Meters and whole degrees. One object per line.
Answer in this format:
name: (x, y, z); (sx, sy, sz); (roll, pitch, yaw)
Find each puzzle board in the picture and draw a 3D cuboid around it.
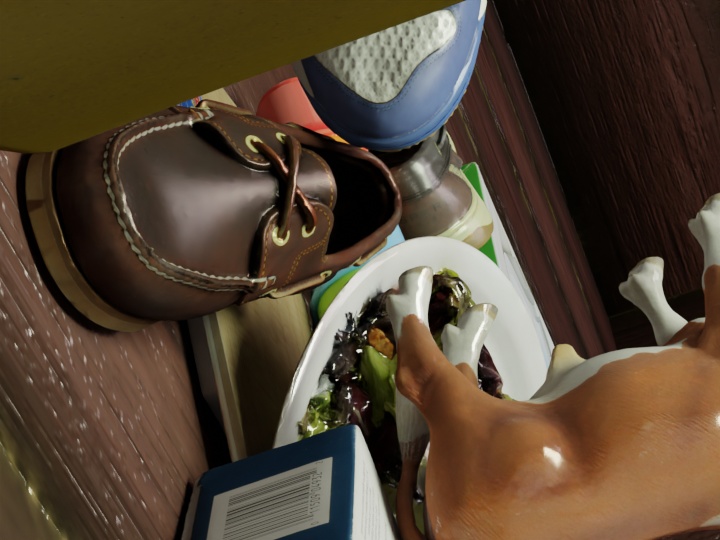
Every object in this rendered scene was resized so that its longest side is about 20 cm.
puzzle board: (-0.046, 0.008, 0.853); (0.151, 0.017, 0.200); (53, 21, -63)

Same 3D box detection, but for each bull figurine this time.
bull figurine: (0.101, 0.046, 0.743); (0.065, 0.199, 0.122); (110, -36, -56)

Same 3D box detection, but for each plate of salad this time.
plate of salad: (0.031, 0.088, 0.812); (0.200, 0.048, 0.201); (-8, 100, -54)

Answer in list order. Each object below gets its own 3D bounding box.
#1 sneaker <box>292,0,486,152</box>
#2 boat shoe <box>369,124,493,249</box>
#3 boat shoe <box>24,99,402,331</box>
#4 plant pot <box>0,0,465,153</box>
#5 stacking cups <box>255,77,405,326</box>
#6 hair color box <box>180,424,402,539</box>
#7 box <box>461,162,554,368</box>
sneaker: (0.012, -0.144, 0.755); (0.088, 0.075, 0.201); (80, 16, -81)
boat shoe: (0.011, -0.067, 1.071); (0.200, 0.073, 0.065); (50, -17, 59)
boat shoe: (-0.041, -0.023, 0.717); (0.200, 0.070, 0.071); (-13, 88, -73)
plant pot: (-0.065, -0.142, 0.496); (0.200, 0.200, 0.176); (72, 19, -1)
stacking cups: (0.000, 0.000, 0.950); (0.061, 0.060, 0.200); (62, 6, -49)
hair color box: (0.005, 0.162, 0.701); (0.100, 0.060, 0.200); (-86, 156, -71)
box: (0.051, 0.081, 1.055); (0.200, 0.096, 0.177); (-96, 163, -58)
